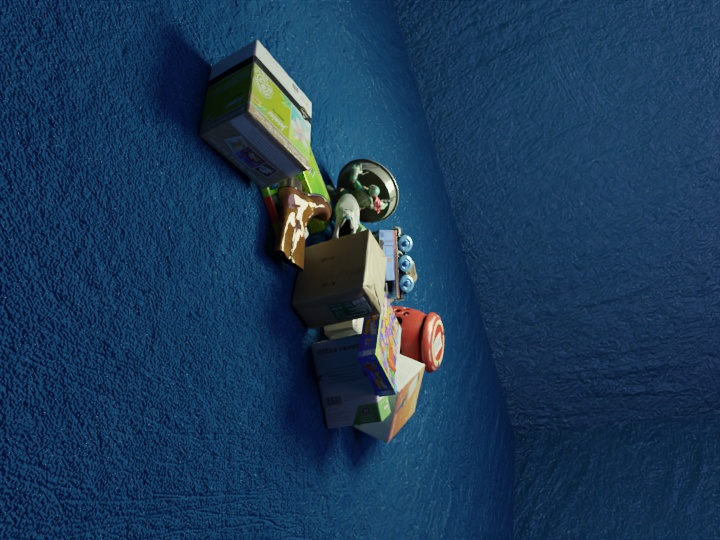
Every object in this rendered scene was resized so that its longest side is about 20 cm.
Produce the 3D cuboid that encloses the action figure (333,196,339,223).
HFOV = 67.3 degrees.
[{"bbox_3d":[-0.043,-0.123,1.554,0.201,0.064,0.052,54,14,-48],"label":"action figure"}]

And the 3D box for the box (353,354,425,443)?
[{"bbox_3d":[0.080,0.333,1.446,0.199,0.105,0.155,-24,128,-61],"label":"box"}]

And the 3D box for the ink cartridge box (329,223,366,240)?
[{"bbox_3d":[-0.004,-0.066,1.551,0.059,0.104,0.200,48,7,30],"label":"ink cartridge box"}]

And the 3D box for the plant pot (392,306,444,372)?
[{"bbox_3d":[0.155,0.212,1.661,0.200,0.179,0.205,-1,90,-66],"label":"plant pot"}]

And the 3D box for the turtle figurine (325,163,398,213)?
[{"bbox_3d":[-0.001,-0.217,1.511,0.101,0.197,0.151,-50,120,-44],"label":"turtle figurine"}]

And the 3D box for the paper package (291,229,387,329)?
[{"bbox_3d":[-0.048,0.022,1.277,0.104,0.196,0.193,53,32,-41],"label":"paper package"}]

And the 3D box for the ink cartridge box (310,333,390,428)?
[{"bbox_3d":[-0.022,0.256,1.281,0.084,0.143,0.204,-4,82,-69],"label":"ink cartridge box"}]

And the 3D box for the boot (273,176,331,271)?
[{"bbox_3d":[-0.128,-0.095,1.260,0.188,0.067,0.204,42,41,-57],"label":"boot"}]

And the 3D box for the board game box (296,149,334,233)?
[{"bbox_3d":[-0.131,-0.211,1.403,0.102,0.047,0.203,-61,134,-59],"label":"board game box"}]

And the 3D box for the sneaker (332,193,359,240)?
[{"bbox_3d":[-0.034,-0.125,1.399,0.087,0.073,0.204,113,-16,-58],"label":"sneaker"}]

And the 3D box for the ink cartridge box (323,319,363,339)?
[{"bbox_3d":[-0.014,0.135,1.434,0.200,0.083,0.149,49,34,-52],"label":"ink cartridge box"}]

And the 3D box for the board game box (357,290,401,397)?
[{"bbox_3d":[0.048,0.166,1.250,0.202,0.044,0.136,-80,151,-49],"label":"board game box"}]

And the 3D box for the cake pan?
[{"bbox_3d":[0.014,-0.225,1.582,0.037,0.197,0.203,-55,129,-49],"label":"cake pan"}]

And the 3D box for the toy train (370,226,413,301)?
[{"bbox_3d":[0.079,-0.017,1.465,0.112,0.086,0.205,-1,89,-26],"label":"toy train"}]

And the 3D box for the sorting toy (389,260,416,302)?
[{"bbox_3d":[0.088,0.047,1.616,0.037,0.184,0.200,49,-1,18],"label":"sorting toy"}]

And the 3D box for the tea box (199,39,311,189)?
[{"bbox_3d":[-0.210,-0.318,1.128,0.200,0.131,0.201,38,44,-50],"label":"tea box"}]

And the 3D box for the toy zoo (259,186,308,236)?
[{"bbox_3d":[-0.176,-0.134,1.281,0.131,0.020,0.204,-42,117,-66],"label":"toy zoo"}]
